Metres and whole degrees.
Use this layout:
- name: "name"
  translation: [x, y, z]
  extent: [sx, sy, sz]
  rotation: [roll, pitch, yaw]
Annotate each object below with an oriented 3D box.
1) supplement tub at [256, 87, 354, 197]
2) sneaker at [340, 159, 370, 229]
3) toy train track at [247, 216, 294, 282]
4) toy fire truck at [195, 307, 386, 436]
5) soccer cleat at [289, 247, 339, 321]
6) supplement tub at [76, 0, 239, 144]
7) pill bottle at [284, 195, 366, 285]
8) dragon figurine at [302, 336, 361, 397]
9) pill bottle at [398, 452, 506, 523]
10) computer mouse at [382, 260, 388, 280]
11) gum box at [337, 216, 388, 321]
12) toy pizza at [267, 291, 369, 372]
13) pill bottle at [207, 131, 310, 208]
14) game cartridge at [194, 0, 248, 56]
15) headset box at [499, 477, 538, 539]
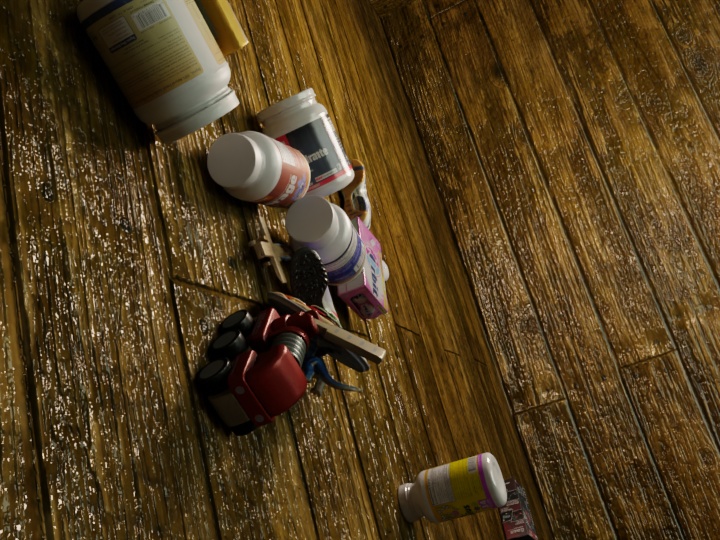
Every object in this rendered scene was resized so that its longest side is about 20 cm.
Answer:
- name: "supplement tub"
  translation: [-0.110, -0.245, 1.385]
  extent: [0.201, 0.140, 0.140]
  rotation: [65, 16, -13]
- name: "sneaker"
  translation: [-0.014, -0.191, 1.789]
  extent: [0.088, 0.075, 0.201]
  rotation: [64, 19, -59]
- name: "toy train track"
  translation: [-0.151, -0.029, 1.183]
  extent: [0.200, 0.032, 0.115]
  rotation: [3, 67, -81]
- name: "toy fire truck"
  translation: [-0.083, 0.118, 0.906]
  extent: [0.129, 0.199, 0.176]
  rotation: [61, 17, -23]
- name: "soccer cleat"
  translation: [-0.085, 0.041, 1.226]
  extent: [0.073, 0.068, 0.201]
  rotation: [-126, -164, -58]
- name: "supplement tub"
  translation: [-0.263, -0.286, 0.926]
  extent: [0.201, 0.144, 0.145]
  rotation: [63, 17, -21]
- name: "pill bottle"
  translation: [-0.066, -0.057, 1.283]
  extent: [0.200, 0.119, 0.120]
  rotation: [55, 19, -66]
- name: "dragon figurine"
  translation: [-0.071, 0.131, 1.041]
  extent: [0.059, 0.199, 0.100]
  rotation: [38, 63, -33]
- name: "pill bottle"
  translation: [0.179, 0.436, 1.369]
  extent: [0.104, 0.199, 0.105]
  rotation: [57, 20, -35]
- name: "computer mouse"
  translation: [0.034, -0.005, 1.734]
  extent: [0.110, 0.044, 0.200]
  rotation: [71, 16, 10]
- name: "gum box"
  translation: [0.000, 0.000, 1.482]
  extent: [0.114, 0.066, 0.201]
  rotation: [48, 28, -46]
- name: "toy pizza"
  translation: [-0.062, 0.091, 1.093]
  extent: [0.200, 0.032, 0.200]
  rotation: [35, -15, 10]
- name: "pill bottle"
  translation: [-0.168, -0.167, 1.149]
  extent: [0.113, 0.112, 0.200]
  rotation: [71, 17, 6]
- name: "game cartridge"
  translation: [-0.272, -0.381, 0.977]
  extent: [0.201, 0.176, 0.032]
  rotation: [61, 41, -24]
- name: "headset box"
  translation: [0.497, 0.783, 2.206]
  extent: [0.149, 0.075, 0.201]
  rotation: [49, 25, -50]
